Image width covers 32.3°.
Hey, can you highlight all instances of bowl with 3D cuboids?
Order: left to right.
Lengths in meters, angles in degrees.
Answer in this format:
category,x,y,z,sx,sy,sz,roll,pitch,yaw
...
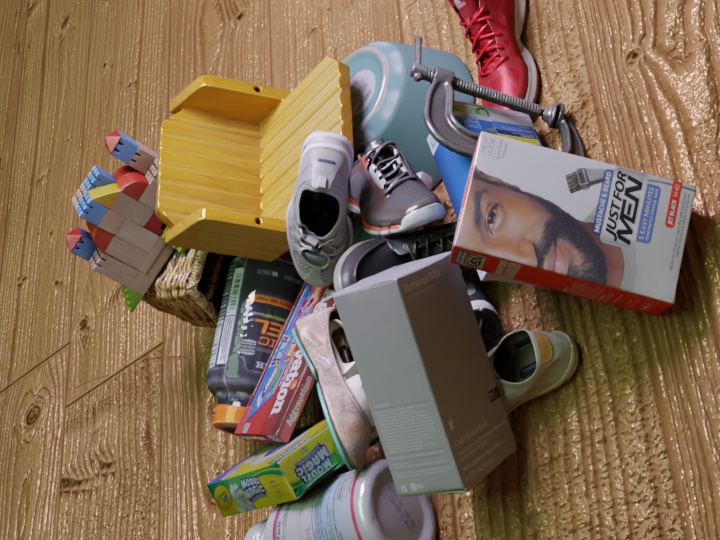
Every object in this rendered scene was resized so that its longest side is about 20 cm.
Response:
category,x,y,z,sx,sy,sz,roll,pitch,yaw
bowl,0.025,-0.184,1.445,0.200,0.104,0.203,-27,52,40

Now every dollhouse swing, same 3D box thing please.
category,x,y,z,sx,sy,sz,roll,pitch,yaw
dollhouse swing,-0.121,-0.145,1.396,0.176,0.179,0.202,126,148,-54

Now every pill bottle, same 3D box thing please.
category,x,y,z,sx,sy,sz,roll,pitch,yaw
pill bottle,-0.122,0.093,1.472,0.105,0.106,0.203,-11,63,46
pill bottle,-0.027,0.270,1.263,0.199,0.108,0.110,-29,51,38

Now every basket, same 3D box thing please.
category,x,y,z,sx,sy,sz,roll,pitch,yaw
basket,-0.168,-0.032,1.559,0.148,0.142,0.202,-6,61,50

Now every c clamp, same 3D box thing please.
category,x,y,z,sx,sy,sz,roll,pitch,yaw
c clamp,0.138,-0.162,1.254,0.172,0.198,0.027,-75,7,-48

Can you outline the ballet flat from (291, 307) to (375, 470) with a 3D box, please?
category,x,y,z,sx,sy,sz,roll,pitch,yaw
ballet flat,-0.015,0.108,1.252,0.067,0.068,0.201,-28,48,3

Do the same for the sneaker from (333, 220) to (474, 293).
category,x,y,z,sx,sy,sz,roll,pitch,yaw
sneaker,0.063,-0.014,1.246,0.106,0.199,0.076,-21,92,41

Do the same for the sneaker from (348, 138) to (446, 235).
category,x,y,z,sx,sy,sz,roll,pitch,yaw
sneaker,0.024,-0.093,1.302,0.200,0.076,0.083,-149,44,-63

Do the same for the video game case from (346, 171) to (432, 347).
category,x,y,z,sx,sy,sz,roll,pitch,yaw
video game case,0.000,0.000,1.404,0.199,0.023,0.184,-25,46,51

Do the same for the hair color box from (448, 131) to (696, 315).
category,x,y,z,sx,sy,sz,roll,pitch,yaw
hair color box,0.187,-0.041,1.108,0.064,0.197,0.112,90,-166,-77

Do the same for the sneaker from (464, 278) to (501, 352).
category,x,y,z,sx,sy,sz,roll,pitch,yaw
sneaker,0.064,0.089,1.292,0.200,0.074,0.080,-42,32,20

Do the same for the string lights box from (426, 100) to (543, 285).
category,x,y,z,sx,sy,sz,roll,pitch,yaw
string lights box,0.145,-0.077,1.239,0.202,0.101,0.059,-108,33,-40

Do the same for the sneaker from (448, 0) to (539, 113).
category,x,y,z,sx,sy,sz,roll,pitch,yaw
sneaker,0.127,-0.252,1.349,0.078,0.115,0.202,-31,50,36

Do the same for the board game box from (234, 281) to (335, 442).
category,x,y,z,sx,sy,sz,roll,pitch,yaw
board game box,-0.070,0.094,1.377,0.102,0.019,0.202,-9,52,57

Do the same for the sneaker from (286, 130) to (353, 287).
category,x,y,z,sx,sy,sz,roll,pitch,yaw
sneaker,-0.049,-0.048,1.301,0.202,0.074,0.083,91,-172,-47

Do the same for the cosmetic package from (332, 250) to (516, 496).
category,x,y,z,sx,sy,sz,roll,pitch,yaw
cosmetic package,0.061,0.094,1.147,0.089,0.106,0.203,-11,100,39

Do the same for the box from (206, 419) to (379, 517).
category,x,y,z,sx,sy,sz,roll,pitch,yaw
box,-0.070,0.204,1.314,0.199,0.117,0.049,-24,95,54

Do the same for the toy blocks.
category,x,y,z,sx,sy,sz,roll,pitch,yaw
toy blocks,-0.278,-0.069,1.479,0.201,0.136,0.100,-55,34,9

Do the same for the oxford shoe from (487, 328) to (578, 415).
category,x,y,z,sx,sy,sz,roll,pitch,yaw
oxford shoe,0.122,0.115,1.210,0.199,0.057,0.076,-38,49,34
